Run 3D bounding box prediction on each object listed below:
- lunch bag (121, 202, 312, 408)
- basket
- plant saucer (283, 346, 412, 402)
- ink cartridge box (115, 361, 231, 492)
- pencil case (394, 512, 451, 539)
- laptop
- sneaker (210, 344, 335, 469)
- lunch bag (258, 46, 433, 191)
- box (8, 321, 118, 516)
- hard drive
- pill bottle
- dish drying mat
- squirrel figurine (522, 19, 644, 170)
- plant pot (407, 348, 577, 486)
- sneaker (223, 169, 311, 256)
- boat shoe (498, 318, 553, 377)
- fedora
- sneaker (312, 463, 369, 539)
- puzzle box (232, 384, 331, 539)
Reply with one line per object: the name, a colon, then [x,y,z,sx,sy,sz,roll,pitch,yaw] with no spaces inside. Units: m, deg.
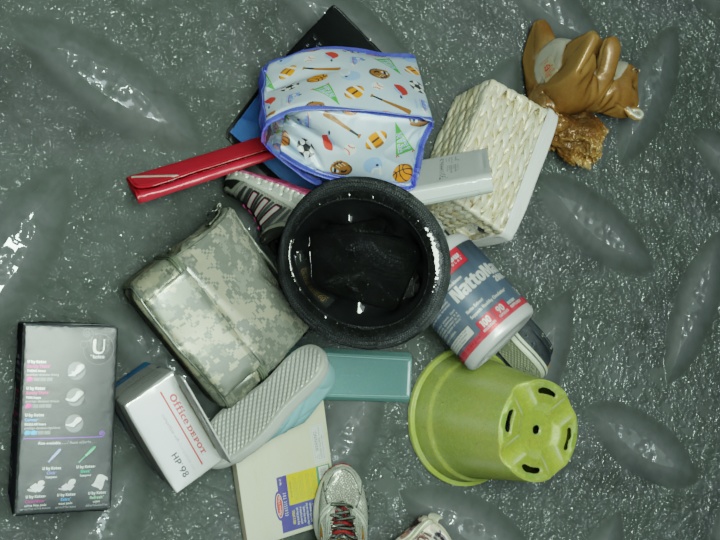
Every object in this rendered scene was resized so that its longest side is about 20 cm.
lunch bag: [-0.166,0.044,1.083,0.167,0.139,0.201,-41,104,-15]
basket: [0.172,-0.152,1.262,0.122,0.135,0.203,28,77,-17]
plant saucer: [-0.014,0.144,1.222,0.196,0.019,0.072,6,86,-26]
ink cartridge box: [-0.225,0.177,1.017,0.066,0.199,0.117,-32,101,-21]
pencil case: [0.038,0.411,1.201,0.198,0.077,0.091,-29,125,-23]
laptop: [-0.045,-0.203,1.172,0.177,0.199,0.104,41,35,-19]
sneaker: [-0.106,0.184,1.104,0.199,0.074,0.082,-38,139,-3]
lunch bag: [-0.026,-0.188,1.078,0.195,0.172,0.126,6,126,-12]
box: [-0.337,0.161,1.006,0.104,0.122,0.205,3,87,-25]
hard drive: [0.067,-0.110,1.122,0.195,0.132,0.027,-10,111,10]
pill bottle: [0.127,0.022,1.209,0.119,0.120,0.200,-36,75,-22]
dish drying mat: [-0.189,-0.132,1.105,0.197,0.077,0.019,-21,118,-17]
squirrel figurine: [0.342,-0.260,1.365,0.184,0.141,0.204,17,95,-34]
plant pot: [0.193,0.211,1.227,0.196,0.183,0.205,1,88,-25]
sneaker: [-0.107,-0.067,1.098,0.073,0.198,0.089,7,102,-50]
boat shoe: [0.214,0.071,1.304,0.201,0.074,0.062,49,58,-11]
fedora: [0.009,-0.009,0.998,0.196,0.091,0.206,0,91,14]
sneaker: [-0.018,0.346,1.124,0.076,0.082,0.204,3,67,-12]
puzzle box: [-0.103,0.246,1.159,0.131,0.025,0.205,-10,97,-26]
